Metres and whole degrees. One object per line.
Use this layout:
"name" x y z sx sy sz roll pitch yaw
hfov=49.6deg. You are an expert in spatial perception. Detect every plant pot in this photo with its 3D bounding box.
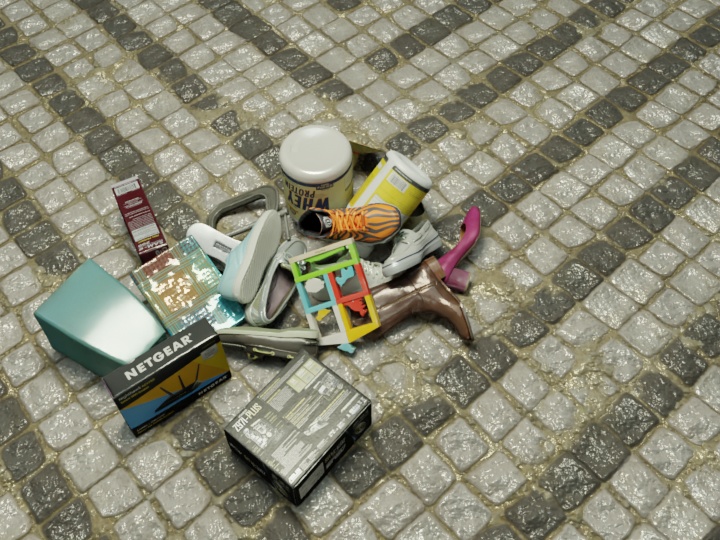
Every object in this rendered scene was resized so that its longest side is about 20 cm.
"plant pot" -0.452 0.111 1.419 0.199 0.142 0.142 30 60 13

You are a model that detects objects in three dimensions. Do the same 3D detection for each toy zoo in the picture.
"toy zoo" -0.043 0.055 1.439 0.130 0.020 0.202 -18 92 16

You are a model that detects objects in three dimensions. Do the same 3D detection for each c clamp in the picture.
"c clamp" -0.234 -0.105 1.595 0.198 0.027 0.172 -16 50 16

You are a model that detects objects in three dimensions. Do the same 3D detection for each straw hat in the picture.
"straw hat" -0.051 -0.246 1.688 0.199 0.201 0.086 19 100 15

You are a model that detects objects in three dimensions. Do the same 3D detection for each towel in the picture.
"towel" -0.321 0.048 1.474 0.146 0.022 0.201 -35 87 -22

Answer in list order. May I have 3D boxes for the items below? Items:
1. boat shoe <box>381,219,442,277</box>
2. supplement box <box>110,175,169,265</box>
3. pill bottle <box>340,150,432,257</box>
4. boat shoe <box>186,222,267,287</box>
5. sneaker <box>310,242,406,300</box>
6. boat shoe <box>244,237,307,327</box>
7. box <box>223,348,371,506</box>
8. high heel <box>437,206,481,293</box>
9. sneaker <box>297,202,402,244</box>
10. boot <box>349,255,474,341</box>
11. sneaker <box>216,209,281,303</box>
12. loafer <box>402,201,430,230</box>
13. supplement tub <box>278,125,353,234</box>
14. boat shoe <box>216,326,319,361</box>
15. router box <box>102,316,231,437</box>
"boat shoe" 0.088 -0.045 1.497 0.200 0.073 0.067 -33 98 -57
"supplement box" -0.435 -0.081 1.569 0.060 0.109 0.201 -22 57 -14
"pill bottle" 0.042 -0.127 1.539 0.200 0.112 0.112 -51 59 16
"boat shoe" -0.255 -0.024 1.548 0.199 0.066 0.072 26 81 -2
"sneaker" 0.000 0.000 1.495 0.198 0.116 0.074 -7 52 -5
"boat shoe" -0.151 0.021 1.496 0.064 0.074 0.203 -12 40 49
"box" -0.103 0.263 1.324 0.163 0.086 0.200 33 61 23
"high heel" 0.182 -0.054 1.553 0.095 0.068 0.201 16 59 0
"sneaker" -0.027 -0.084 1.448 0.198 0.112 0.078 -7 89 27
"boot" 0.091 0.092 1.458 0.199 0.064 0.187 -27 69 -4
"sneaker" -0.219 -0.034 1.486 0.081 0.074 0.201 7 58 27
"loafer" 0.087 -0.152 1.630 0.075 0.069 0.200 -28 59 -20
"supplement tub" -0.085 -0.174 1.569 0.143 0.201 0.146 -1 53 1
"boat shoe" -0.175 0.136 1.429 0.199 0.072 0.061 1 92 7
"router box" -0.329 0.185 1.348 0.199 0.150 0.051 -32 58 -20
